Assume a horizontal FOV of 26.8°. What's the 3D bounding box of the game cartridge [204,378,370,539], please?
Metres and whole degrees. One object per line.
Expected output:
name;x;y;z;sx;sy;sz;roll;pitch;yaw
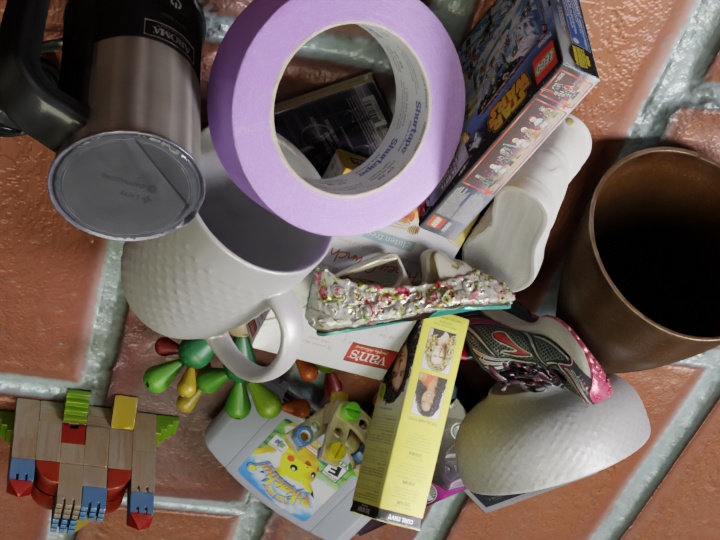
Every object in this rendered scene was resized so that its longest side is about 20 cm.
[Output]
game cartridge;-0.065;0.204;1.611;0.199;0.041;0.133;38;129;-6

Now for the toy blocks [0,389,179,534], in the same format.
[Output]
toy blocks;-0.293;0.212;1.581;0.198;0.138;0.100;9;137;-14

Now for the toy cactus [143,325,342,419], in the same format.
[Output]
toy cactus;-0.114;0.070;1.493;0.197;0.103;0.167;1;120;-3

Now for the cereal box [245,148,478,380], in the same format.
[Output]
cereal box;0.000;0.000;1.371;0.143;0.040;0.201;15;118;-26

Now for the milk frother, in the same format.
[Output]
milk frother;-0.222;-0.112;1.186;0.179;0.189;0.200;16;135;-21

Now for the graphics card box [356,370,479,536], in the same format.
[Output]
graphics card box;0.047;0.195;1.630;0.199;0.051;0.126;-27;109;21

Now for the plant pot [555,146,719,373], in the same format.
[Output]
plant pot;0.262;0.016;1.408;0.185;0.189;0.200;7;154;-13

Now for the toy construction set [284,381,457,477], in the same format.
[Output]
toy construction set;0.025;0.123;1.500;0.131;0.201;0.092;37;167;-14

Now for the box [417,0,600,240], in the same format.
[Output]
box;0.109;-0.139;1.227;0.040;0.138;0.200;20;133;-25

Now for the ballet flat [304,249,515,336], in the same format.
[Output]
ballet flat;0.045;0.014;1.332;0.198;0.065;0.076;-7;-176;-21

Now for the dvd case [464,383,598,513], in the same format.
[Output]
dvd case;0.161;0.197;1.697;0.149;0.025;0.200;-23;135;20

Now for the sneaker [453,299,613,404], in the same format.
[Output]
sneaker;0.159;0.084;1.428;0.075;0.199;0.081;-46;127;-13

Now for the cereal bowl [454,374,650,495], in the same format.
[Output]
cereal bowl;0.182;0.146;1.495;0.198;0.200;0.084;-17;97;13

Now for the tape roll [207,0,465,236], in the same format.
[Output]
tape roll;-0.018;-0.132;1.197;0.198;0.066;0.202;-6;105;-23

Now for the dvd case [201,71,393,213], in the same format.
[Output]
dvd case;-0.057;-0.093;1.354;0.198;0.016;0.149;-17;138;12

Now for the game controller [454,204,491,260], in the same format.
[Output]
game controller;0.036;-0.020;1.412;0.198;0.042;0.105;-3;141;-15

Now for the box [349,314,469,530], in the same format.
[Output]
box;0.046;0.137;1.420;0.050;0.202;0.075;16;171;-19

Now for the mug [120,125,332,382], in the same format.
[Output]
mug;-0.115;0.002;1.299;0.147;0.201;0.175;-21;166;-44

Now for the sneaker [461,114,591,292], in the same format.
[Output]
sneaker;0.155;-0.063;1.349;0.073;0.116;0.200;31;155;4
